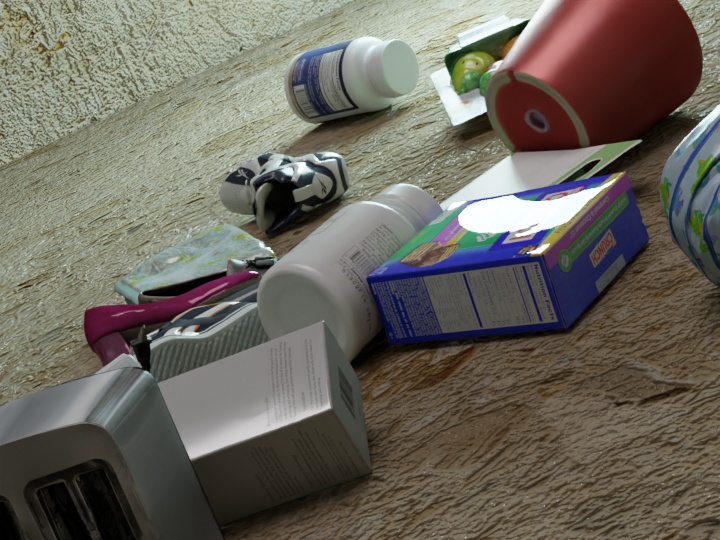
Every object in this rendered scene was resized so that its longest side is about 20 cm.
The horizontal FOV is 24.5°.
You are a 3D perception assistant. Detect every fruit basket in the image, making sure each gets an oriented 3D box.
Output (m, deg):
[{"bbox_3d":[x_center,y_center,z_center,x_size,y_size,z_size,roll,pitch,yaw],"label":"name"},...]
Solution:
[{"bbox_3d":[0.187,-0.265,2.183,0.184,0.094,0.200,-23,20,4],"label":"fruit basket"}]

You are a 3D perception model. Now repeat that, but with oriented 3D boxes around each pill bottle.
[{"bbox_3d":[-0.011,-0.288,2.483,0.199,0.112,0.111,-6,24,44],"label":"pill bottle"},{"bbox_3d":[0.000,0.000,1.585,0.114,0.115,0.200,-9,22,40],"label":"pill bottle"}]

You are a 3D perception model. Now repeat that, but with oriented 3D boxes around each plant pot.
[{"bbox_3d":[0.240,-0.206,1.789,0.177,0.201,0.200,-43,24,-27],"label":"plant pot"}]

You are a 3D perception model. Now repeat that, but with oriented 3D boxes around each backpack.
[{"bbox_3d":[0.330,-0.074,1.285,0.199,0.164,0.154,-26,31,12],"label":"backpack"}]

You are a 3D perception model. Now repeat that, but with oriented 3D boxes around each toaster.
[{"bbox_3d":[-0.209,0.174,1.198,0.179,0.202,0.119,-19,13,13],"label":"toaster"}]

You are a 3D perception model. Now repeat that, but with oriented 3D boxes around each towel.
[{"bbox_3d":[-0.198,0.005,1.956,0.170,0.049,0.200,-28,17,-11],"label":"towel"}]

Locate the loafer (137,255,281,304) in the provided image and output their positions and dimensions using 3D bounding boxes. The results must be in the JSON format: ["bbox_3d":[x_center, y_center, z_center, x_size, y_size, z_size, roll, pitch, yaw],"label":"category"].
[{"bbox_3d":[-0.149,0.019,1.817,0.198,0.063,0.072,-23,16,2],"label":"loafer"}]

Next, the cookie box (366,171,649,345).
[{"bbox_3d":[0.134,-0.010,1.502,0.199,0.076,0.171,-8,22,40],"label":"cookie box"}]

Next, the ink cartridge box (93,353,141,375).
[{"bbox_3d":[-0.289,0.185,1.473,0.198,0.043,0.200,-40,-9,-43],"label":"ink cartridge box"}]

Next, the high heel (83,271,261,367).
[{"bbox_3d":[-0.204,0.032,1.776,0.199,0.068,0.097,-28,57,-3],"label":"high heel"}]

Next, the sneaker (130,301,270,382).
[{"bbox_3d":[-0.170,0.087,1.619,0.199,0.079,0.079,-23,17,-40],"label":"sneaker"}]

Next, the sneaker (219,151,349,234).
[{"bbox_3d":[-0.124,-0.095,2.101,0.197,0.080,0.129,1,19,33],"label":"sneaker"}]

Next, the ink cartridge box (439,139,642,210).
[{"bbox_3d":[0.180,-0.077,1.691,0.145,0.048,0.199,-34,20,-31],"label":"ink cartridge box"}]

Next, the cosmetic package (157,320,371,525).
[{"bbox_3d":[-0.101,0.132,1.325,0.198,0.085,0.108,-21,39,12],"label":"cosmetic package"}]

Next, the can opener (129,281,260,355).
[{"bbox_3d":[-0.151,0.058,1.723,0.199,0.053,0.066,-26,15,-8],"label":"can opener"}]
